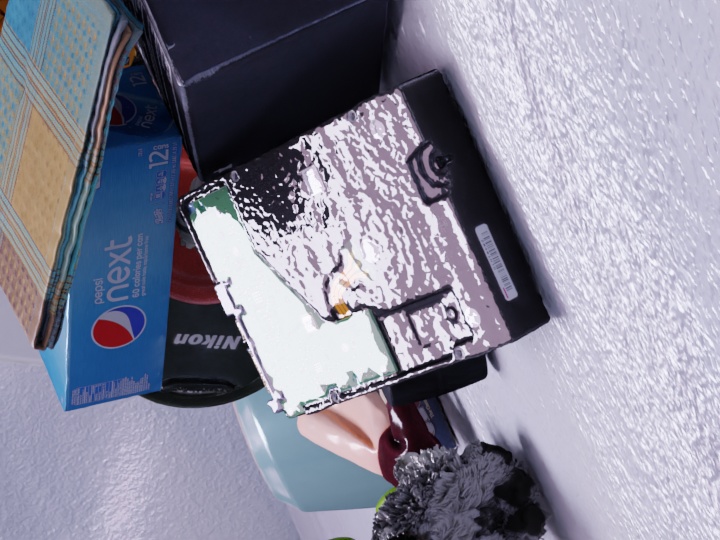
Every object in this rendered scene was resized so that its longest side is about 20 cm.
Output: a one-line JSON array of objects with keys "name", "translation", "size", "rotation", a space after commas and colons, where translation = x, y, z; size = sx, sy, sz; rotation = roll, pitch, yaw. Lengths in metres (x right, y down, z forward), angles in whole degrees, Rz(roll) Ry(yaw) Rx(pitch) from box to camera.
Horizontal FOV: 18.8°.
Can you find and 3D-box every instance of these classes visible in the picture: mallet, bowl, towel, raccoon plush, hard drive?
[{"name": "mallet", "translation": [0.008, -0.015, 1.299], "size": [0.041, 0.066, 0.201], "rotation": [114, 132, -78]}, {"name": "bowl", "translation": [-0.040, 0.117, 1.785], "size": [0.201, 0.105, 0.202], "rotation": [-24, -90, -87]}, {"name": "towel", "translation": [-0.167, -0.078, 1.158], "size": [0.147, 0.022, 0.201], "rotation": [54, 135, 47]}, {"name": "raccoon plush", "translation": [0.018, 0.158, 1.340], "size": [0.134, 0.199, 0.097], "rotation": [-7, 91, 61]}, {"name": "hard drive", "translation": [-0.003, -0.008, 1.134], "size": [0.200, 0.038, 0.140], "rotation": [-24, 91, 48]}]

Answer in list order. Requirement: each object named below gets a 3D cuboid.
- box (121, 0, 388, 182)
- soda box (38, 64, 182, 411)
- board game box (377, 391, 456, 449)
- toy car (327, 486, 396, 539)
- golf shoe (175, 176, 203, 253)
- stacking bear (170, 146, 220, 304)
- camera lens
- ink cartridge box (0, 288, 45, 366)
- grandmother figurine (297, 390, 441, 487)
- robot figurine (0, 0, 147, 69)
[{"name": "box", "translation": [-0.077, -0.178, 1.160], "size": [0.200, 0.123, 0.199], "rotation": [96, 149, -79]}, {"name": "soda box", "translation": [-0.148, -0.015, 1.248], "size": [0.201, 0.064, 0.068], "rotation": [100, 150, -42]}, {"name": "board game box", "translation": [0.004, 0.037, 1.613], "size": [0.135, 0.034, 0.201], "rotation": [-154, 40, -78]}, {"name": "toy car", "translation": [0.074, 0.281, 1.692], "size": [0.200, 0.158, 0.165], "rotation": [28, -150, -51]}, {"name": "golf shoe", "translation": [-0.010, -0.029, 1.236], "size": [0.199, 0.098, 0.078], "rotation": [22, -174, 20]}, {"name": "stacking bear", "translation": [-0.089, -0.059, 1.399], "size": [0.200, 0.121, 0.114], "rotation": [-74, -16, -73]}, {"name": "camera lens", "translation": [-0.124, -0.013, 1.568], "size": [0.200, 0.159, 0.160], "rotation": [-108, -1, -50]}, {"name": "ink cartridge box", "translation": [-0.245, -0.051, 1.558], "size": [0.200, 0.082, 0.147], "rotation": [-108, 31, -51]}, {"name": "grandmother figurine", "translation": [0.026, 0.128, 1.514], "size": [0.200, 0.060, 0.122], "rotation": [32, 150, 50]}, {"name": "robot figurine", "translation": [-0.166, -0.150, 1.349], "size": [0.200, 0.145, 0.058], "rotation": [37, -165, -51]}]
